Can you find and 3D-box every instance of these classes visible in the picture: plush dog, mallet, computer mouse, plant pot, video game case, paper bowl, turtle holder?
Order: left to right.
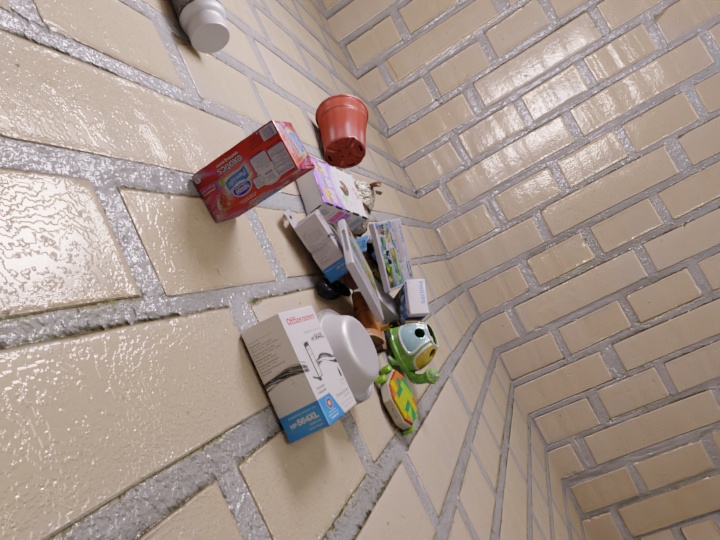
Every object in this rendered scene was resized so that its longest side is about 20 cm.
[{"bbox_3d":[-0.066,0.051,1.321,0.059,0.034,0.200,43,8,14],"label":"computer mouse"},{"bbox_3d":[-0.036,0.174,1.084,0.201,0.104,0.202,53,20,-29],"label":"paper bowl"},{"bbox_3d":[-0.061,-0.487,1.908,0.201,0.199,0.197,42,34,-47],"label":"plant pot"},{"bbox_3d":[-0.010,-0.197,1.705,0.200,0.159,0.174,35,58,-53],"label":"plush dog"},{"bbox_3d":[0.000,0.000,1.305,0.183,0.023,0.201,-103,167,-52],"label":"video game case"},{"bbox_3d":[0.074,0.137,1.404,0.066,0.041,0.200,63,-20,12],"label":"mallet"},{"bbox_3d":[0.096,-0.049,1.585,0.182,0.022,0.202,-18,95,-59],"label":"video game case"},{"bbox_3d":[0.150,0.222,1.502,0.141,0.131,0.186,51,20,-33],"label":"turtle holder"}]

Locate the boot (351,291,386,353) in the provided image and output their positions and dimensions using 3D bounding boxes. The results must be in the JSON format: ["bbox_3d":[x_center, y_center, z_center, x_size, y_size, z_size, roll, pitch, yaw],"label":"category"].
[{"bbox_3d":[0.015,0.122,1.336,0.200,0.076,0.157,33,39,-68],"label":"boot"}]

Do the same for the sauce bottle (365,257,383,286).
[{"bbox_3d":[0.021,0.006,1.579,0.200,0.064,0.065,45,24,-40],"label":"sauce bottle"}]

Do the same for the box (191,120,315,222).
[{"bbox_3d":[-0.198,-0.183,0.992,0.100,0.199,0.095,60,19,-3],"label":"box"}]

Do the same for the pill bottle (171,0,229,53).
[{"bbox_3d":[-0.390,-0.633,1.275,0.113,0.112,0.202,16,48,-67],"label":"pill bottle"}]

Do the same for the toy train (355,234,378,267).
[{"bbox_3d":[0.059,-0.029,1.650,0.200,0.113,0.087,49,41,-39],"label":"toy train"}]

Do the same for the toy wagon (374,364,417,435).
[{"bbox_3d":[0.099,0.318,1.364,0.156,0.039,0.200,61,17,-3],"label":"toy wagon"}]

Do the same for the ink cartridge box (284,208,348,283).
[{"bbox_3d":[-0.101,-0.079,1.300,0.201,0.067,0.116,56,4,-11],"label":"ink cartridge box"}]

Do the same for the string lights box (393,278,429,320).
[{"bbox_3d":[0.148,0.105,1.593,0.200,0.058,0.104,112,-26,-69],"label":"string lights box"}]

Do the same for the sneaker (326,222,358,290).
[{"bbox_3d":[-0.062,-0.039,1.413,0.201,0.071,0.080,58,3,-6],"label":"sneaker"}]

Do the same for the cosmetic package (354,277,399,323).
[{"bbox_3d":[0.046,0.080,1.555,0.200,0.050,0.083,48,24,-40],"label":"cosmetic package"}]

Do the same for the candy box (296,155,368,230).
[{"bbox_3d":[-0.085,-0.219,1.529,0.199,0.071,0.169,14,48,-50],"label":"candy box"}]

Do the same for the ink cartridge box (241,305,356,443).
[{"bbox_3d":[-0.103,0.171,0.923,0.202,0.084,0.146,65,17,6],"label":"ink cartridge box"}]
